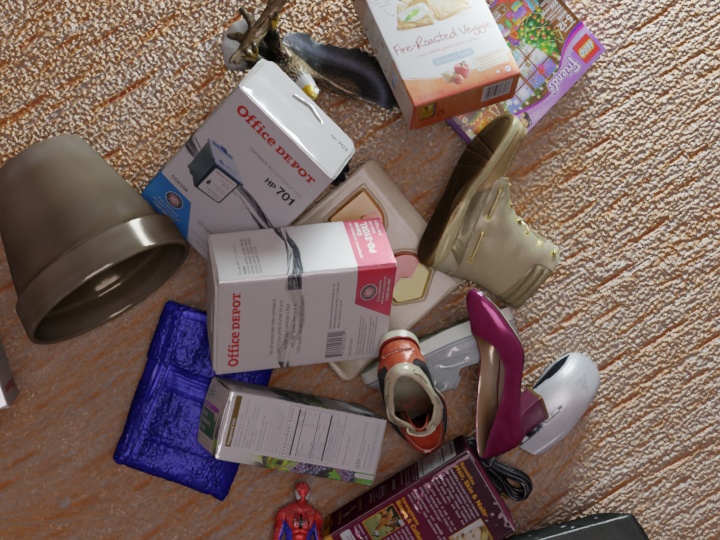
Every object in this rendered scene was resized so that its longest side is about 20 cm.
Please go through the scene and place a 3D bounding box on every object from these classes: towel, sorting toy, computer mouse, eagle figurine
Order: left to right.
[{"bbox_3d":[-0.189,0.151,1.549,0.146,0.050,0.202,20,88,-8],"label":"towel"},{"bbox_3d":[-0.065,-0.213,1.539,0.151,0.152,0.200,-24,134,30],"label":"eagle figurine"},{"bbox_3d":[0.000,0.000,1.583,0.200,0.036,0.186,-41,97,-6],"label":"sorting toy"},{"bbox_3d":[0.215,0.180,1.618,0.110,0.044,0.200,44,85,-7],"label":"computer mouse"}]

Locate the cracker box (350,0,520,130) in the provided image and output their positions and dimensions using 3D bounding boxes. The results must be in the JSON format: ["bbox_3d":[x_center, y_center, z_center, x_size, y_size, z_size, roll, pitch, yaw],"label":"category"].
[{"bbox_3d":[0.082,-0.274,1.536,0.132,0.058,0.202,-19,67,-12],"label":"cracker box"}]

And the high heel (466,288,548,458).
[{"bbox_3d":[0.143,0.121,1.541,0.095,0.067,0.201,-33,120,-13],"label":"high heel"}]

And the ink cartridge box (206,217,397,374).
[{"bbox_3d":[-0.070,0.029,1.476,0.197,0.085,0.146,-6,134,-13],"label":"ink cartridge box"}]

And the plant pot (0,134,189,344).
[{"bbox_3d":[-0.315,-0.044,1.469,0.199,0.200,0.175,-32,79,-7],"label":"plant pot"}]

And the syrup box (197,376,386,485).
[{"bbox_3d":[-0.078,0.183,1.529,0.198,0.079,0.083,12,92,-24],"label":"syrup box"}]

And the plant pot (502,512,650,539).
[{"bbox_3d":[0.260,0.386,1.565,0.197,0.200,0.180,-14,82,-9],"label":"plant pot"}]

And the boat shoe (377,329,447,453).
[{"bbox_3d":[0.062,0.153,1.533,0.070,0.063,0.201,-15,136,2],"label":"boat shoe"}]

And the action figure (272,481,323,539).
[{"bbox_3d":[-0.075,0.350,1.575,0.064,0.052,0.203,3,88,-5],"label":"action figure"}]

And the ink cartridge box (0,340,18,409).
[{"bbox_3d":[-0.460,0.093,1.463,0.124,0.129,0.202,-18,94,-8],"label":"ink cartridge box"}]

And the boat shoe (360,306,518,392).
[{"bbox_3d":[0.100,0.108,1.585,0.199,0.070,0.072,-22,91,-11],"label":"boat shoe"}]

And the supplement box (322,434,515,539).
[{"bbox_3d":[0.066,0.295,1.559,0.199,0.086,0.111,-32,96,4],"label":"supplement box"}]

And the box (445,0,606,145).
[{"bbox_3d":[0.179,-0.243,1.605,0.137,0.039,0.200,44,85,-8],"label":"box"}]

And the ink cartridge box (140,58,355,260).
[{"bbox_3d":[-0.126,-0.109,1.486,0.146,0.086,0.200,43,125,-7],"label":"ink cartridge box"}]

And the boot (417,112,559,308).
[{"bbox_3d":[0.176,-0.067,1.574,0.154,0.073,0.202,26,95,-21],"label":"boot"}]
